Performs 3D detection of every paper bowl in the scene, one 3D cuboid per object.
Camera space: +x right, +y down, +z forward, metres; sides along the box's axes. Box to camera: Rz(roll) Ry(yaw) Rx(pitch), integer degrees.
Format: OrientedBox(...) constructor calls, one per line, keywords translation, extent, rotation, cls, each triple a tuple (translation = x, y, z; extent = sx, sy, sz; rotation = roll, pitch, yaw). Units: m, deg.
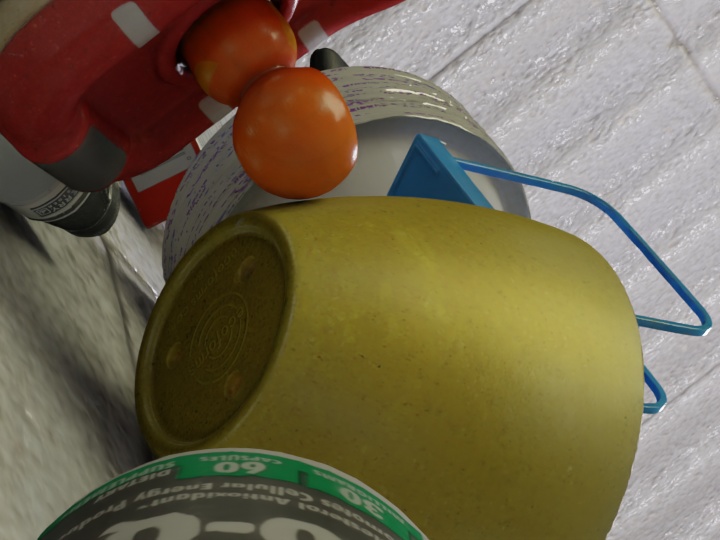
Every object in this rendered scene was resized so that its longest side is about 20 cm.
OrientedBox(translation=(0.000, 0.000, 1.006), extent=(0.201, 0.200, 0.105), rotation=(49, 4, -40), cls="paper bowl")

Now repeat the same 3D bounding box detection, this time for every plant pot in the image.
OrientedBox(translation=(-0.007, 0.050, 0.753), extent=(0.141, 0.201, 0.200), rotation=(25, 19, -34), cls="plant pot")

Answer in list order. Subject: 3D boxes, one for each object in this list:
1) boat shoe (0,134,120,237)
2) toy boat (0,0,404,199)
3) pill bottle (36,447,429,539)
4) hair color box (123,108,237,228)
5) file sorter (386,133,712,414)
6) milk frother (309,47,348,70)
OrientedBox(translation=(-0.167, -0.100, 0.879), extent=(0.201, 0.072, 0.068), rotation=(57, 7, 27), cls="boat shoe")
OrientedBox(translation=(-0.044, -0.086, 0.745), extent=(0.131, 0.199, 0.130), rotation=(55, 5, 19), cls="toy boat")
OrientedBox(translation=(-0.025, 0.105, 0.313), extent=(0.113, 0.113, 0.200), rotation=(52, 3, -7), cls="pill bottle")
OrientedBox(translation=(-0.111, -0.111, 1.238), extent=(0.112, 0.064, 0.200), rotation=(64, 20, -8), cls="hair color box")
OrientedBox(translation=(0.061, 0.062, 0.919), extent=(0.122, 0.201, 0.139), rotation=(10, 29, -32), cls="file sorter")
OrientedBox(translation=(-0.075, -0.061, 1.448), extent=(0.188, 0.179, 0.201), rotation=(48, 48, -47), cls="milk frother")
